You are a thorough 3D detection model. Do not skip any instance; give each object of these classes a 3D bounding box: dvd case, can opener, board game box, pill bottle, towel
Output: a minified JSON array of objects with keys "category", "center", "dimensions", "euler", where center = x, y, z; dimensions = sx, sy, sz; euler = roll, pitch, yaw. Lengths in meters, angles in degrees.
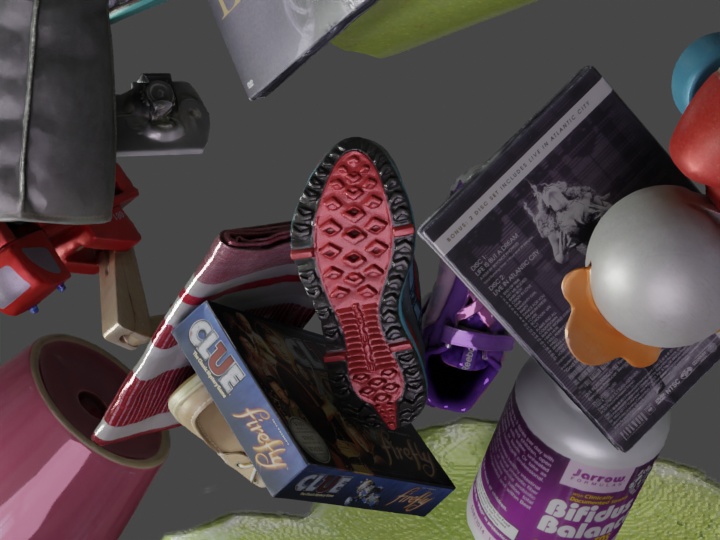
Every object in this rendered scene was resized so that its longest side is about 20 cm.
[{"category":"dvd case","center":[0.154,-0.005,1.101],"dimensions":[0.149,0.016,0.200],"euler":[-44,105,-3]},{"category":"can opener","center":[-0.190,-0.088,1.093],"dimensions":[0.199,0.053,0.067],"euler":[-5,159,-27]},{"category":"dvd case","center":[-0.061,-0.210,0.932],"dimensions":[0.149,0.016,0.200],"euler":[-31,79,55]},{"category":"board game box","center":[-0.027,0.095,1.161],"dimensions":[0.035,0.136,0.200],"euler":[-43,153,15]},{"category":"pill bottle","center":[0.152,0.120,1.227],"dimensions":[0.112,0.112,0.200],"euler":[14,131,-3]},{"category":"towel","center":[-0.087,0.042,1.184],"dimensions":[0.023,0.144,0.200],"euler":[51,125,24]}]

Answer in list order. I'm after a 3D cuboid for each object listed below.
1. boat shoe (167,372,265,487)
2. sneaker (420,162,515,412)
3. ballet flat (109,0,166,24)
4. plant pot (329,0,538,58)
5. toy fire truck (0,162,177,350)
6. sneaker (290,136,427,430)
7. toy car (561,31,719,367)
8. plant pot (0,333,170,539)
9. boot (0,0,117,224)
[{"category":"boat shoe","center":[-0.067,0.116,1.233],"dimensions":[0.072,0.065,0.200],"euler":[-37,152,6]},{"category":"sneaker","center":[0.080,0.020,1.170],"dimensions":[0.080,0.089,0.200],"euler":[15,130,-2]},{"category":"ballet flat","center":[-0.185,-0.166,1.080],"dimensions":[0.200,0.072,0.072],"euler":[-25,122,27]},{"category":"plant pot","center":[0.050,-0.208,0.934],"dimensions":[0.200,0.200,0.190],"euler":[41,138,-24]},{"category":"toy fire truck","center":[-0.165,0.002,1.159],"dimensions":[0.049,0.200,0.141],"euler":[-36,89,32]},{"category":"sneaker","center":[0.000,0.000,1.138],"dimensions":[0.079,0.096,0.201],"euler":[-3,116,4]},{"category":"toy car","center":[0.211,-0.007,1.024],"dimensions":[0.200,0.184,0.177],"euler":[-42,116,12]},{"category":"plant pot","center":[-0.243,0.152,1.283],"dimensions":[0.200,0.200,0.179],"euler":[37,111,-21]},{"category":"boot","center":[-0.217,-0.130,0.996],"dimensions":[0.181,0.073,0.201],"euler":[9,110,-14]}]
